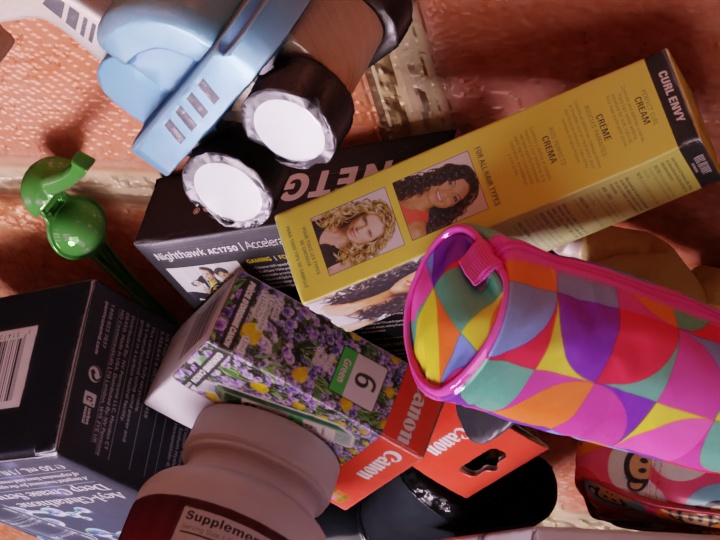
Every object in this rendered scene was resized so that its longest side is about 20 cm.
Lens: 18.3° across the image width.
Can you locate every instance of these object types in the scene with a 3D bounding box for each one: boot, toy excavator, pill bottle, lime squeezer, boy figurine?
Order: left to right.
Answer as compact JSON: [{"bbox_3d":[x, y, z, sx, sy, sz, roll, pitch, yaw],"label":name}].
[{"bbox_3d":[-0.147,-0.028,1.230,0.070,0.038,0.200,14,156,17],"label":"lime squeezer"},{"bbox_3d":[-0.104,-0.114,1.061,0.200,0.100,0.194,38,141,-9],"label":"toy excavator"},{"bbox_3d":[-0.083,0.178,1.178,0.112,0.201,0.113,17,152,9],"label":"pill bottle"},{"bbox_3d":[0.006,0.138,1.378,0.198,0.077,0.168,14,151,-10],"label":"boot"},{"bbox_3d":[0.133,0.027,1.129,0.199,0.125,0.064,-11,154,-35],"label":"boy figurine"}]

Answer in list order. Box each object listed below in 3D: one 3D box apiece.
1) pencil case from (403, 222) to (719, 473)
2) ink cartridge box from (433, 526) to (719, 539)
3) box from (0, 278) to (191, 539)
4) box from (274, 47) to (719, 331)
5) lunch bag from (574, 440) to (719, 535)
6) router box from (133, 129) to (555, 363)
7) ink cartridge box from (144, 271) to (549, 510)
[{"bbox_3d":[0.117,0.036,1.022,0.199,0.089,0.088,13,152,-31],"label":"pencil case"},{"bbox_3d":[0.128,0.189,1.240,0.146,0.084,0.200,5,170,-15],"label":"ink cartridge box"},{"bbox_3d":[-0.147,0.099,1.321,0.148,0.108,0.199,-11,150,41],"label":"box"},{"bbox_3d":[0.065,-0.034,1.043,0.199,0.050,0.075,-23,163,13],"label":"box"},{"bbox_3d":[0.223,0.117,1.236,0.198,0.083,0.176,6,165,15],"label":"lunch bag"},{"bbox_3d":[0.000,0.000,1.202,0.199,0.051,0.149,-7,141,34],"label":"router box"},{"bbox_3d":[-0.009,0.084,1.228,0.199,0.051,0.109,30,150,-12],"label":"ink cartridge box"}]
